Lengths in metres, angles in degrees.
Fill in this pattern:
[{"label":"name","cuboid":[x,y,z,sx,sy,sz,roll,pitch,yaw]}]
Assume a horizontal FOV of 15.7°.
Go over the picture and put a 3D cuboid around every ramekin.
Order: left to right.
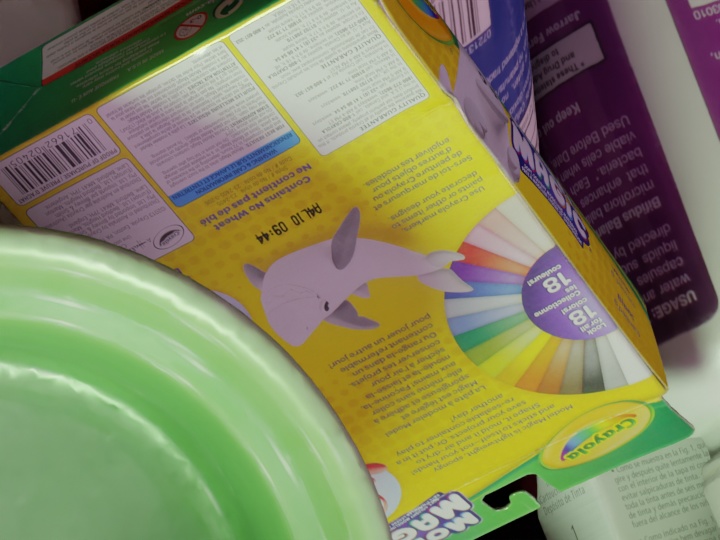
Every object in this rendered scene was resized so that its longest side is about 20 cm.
[{"label":"ramekin","cuboid":[-0.095,0.093,0.647,0.200,0.200,0.098,-46,-177,-12]}]

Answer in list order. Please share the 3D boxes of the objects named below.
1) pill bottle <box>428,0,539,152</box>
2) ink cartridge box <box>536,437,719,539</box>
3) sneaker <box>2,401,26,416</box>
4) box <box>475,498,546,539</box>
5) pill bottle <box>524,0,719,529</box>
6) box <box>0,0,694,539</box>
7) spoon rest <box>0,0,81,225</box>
[{"label":"pill bottle","cuboid":[-0.003,-0.047,0.782,0.111,0.111,0.200,-33,136,-26]},{"label":"ink cartridge box","cuboid":[0.125,0.037,0.892,0.161,0.200,0.050,-13,163,-30]},{"label":"sneaker","cuboid":[-0.128,0.098,0.727,0.200,0.071,0.113,-17,90,-15]},{"label":"box","cuboid":[0.027,0.203,0.990,0.148,0.104,0.200,-8,121,-43]},{"label":"pill bottle","cuboid":[0.118,-0.018,0.819,0.112,0.200,0.112,-19,167,-4]},{"label":"box","cuboid":[0.000,0.000,0.719,0.117,0.048,0.200,-26,125,16]},{"label":"spoon rest","cuboid":[-0.106,-0.039,0.722,0.099,0.061,0.200,-44,141,-17]}]
